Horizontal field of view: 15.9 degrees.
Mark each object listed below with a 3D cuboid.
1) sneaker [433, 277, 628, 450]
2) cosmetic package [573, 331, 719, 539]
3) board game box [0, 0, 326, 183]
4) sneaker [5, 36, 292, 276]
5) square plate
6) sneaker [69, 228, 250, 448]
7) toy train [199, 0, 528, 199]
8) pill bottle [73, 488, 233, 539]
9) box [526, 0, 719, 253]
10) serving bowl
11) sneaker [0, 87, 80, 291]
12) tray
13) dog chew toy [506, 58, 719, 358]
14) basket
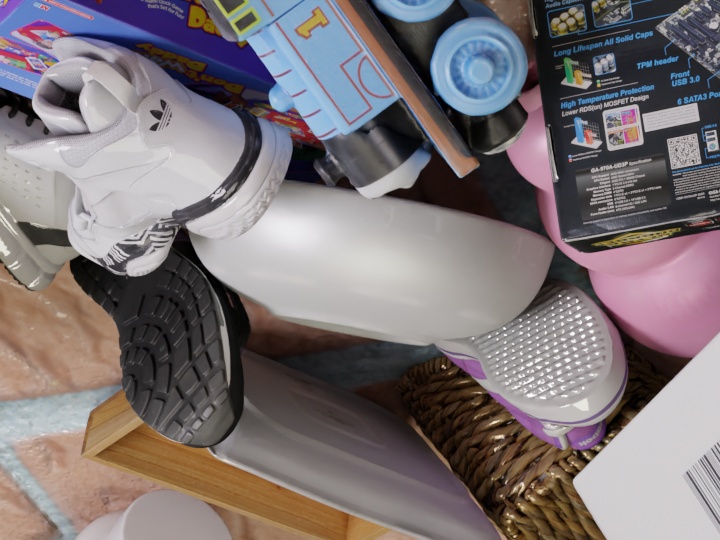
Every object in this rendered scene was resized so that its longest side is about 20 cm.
[{"bbox_3d":[0.116,0.061,1.429,0.073,0.200,0.114,-46,114,-3],"label":"sneaker"},{"bbox_3d":[0.254,0.081,1.343,0.200,0.123,0.199,-16,156,-38],"label":"cosmetic package"},{"bbox_3d":[-0.090,-0.105,1.301,0.199,0.045,0.134,21,159,-22],"label":"board game box"},{"bbox_3d":[-0.124,-0.059,1.279,0.115,0.075,0.200,30,159,-23],"label":"sneaker"},{"bbox_3d":[-0.022,0.096,1.515,0.199,0.198,0.029,24,100,-25],"label":"square plate"},{"bbox_3d":[-0.086,0.031,1.410,0.087,0.200,0.076,29,109,-36],"label":"sneaker"},{"bbox_3d":[-0.006,-0.124,1.214,0.114,0.087,0.200,-35,105,4],"label":"toy train"},{"bbox_3d":[-0.160,0.229,1.728,0.111,0.111,0.200,18,140,-19],"label":"pill bottle"},{"bbox_3d":[0.183,-0.103,1.223,0.199,0.160,0.046,-11,169,18],"label":"box"},{"bbox_3d":[0.000,0.000,1.371,0.199,0.066,0.200,11,175,1],"label":"serving bowl"},{"bbox_3d":[-0.195,-0.074,1.378,0.080,0.074,0.200,-29,138,8],"label":"sneaker"},{"bbox_3d":[-0.065,0.120,1.630,0.199,0.037,0.099,23,149,-23],"label":"tray"},{"bbox_3d":[0.149,-0.042,1.342,0.124,0.125,0.200,-25,130,32],"label":"dog chew toy"},{"bbox_3d":[0.139,0.115,1.599,0.143,0.149,0.200,-39,135,-1],"label":"basket"}]
